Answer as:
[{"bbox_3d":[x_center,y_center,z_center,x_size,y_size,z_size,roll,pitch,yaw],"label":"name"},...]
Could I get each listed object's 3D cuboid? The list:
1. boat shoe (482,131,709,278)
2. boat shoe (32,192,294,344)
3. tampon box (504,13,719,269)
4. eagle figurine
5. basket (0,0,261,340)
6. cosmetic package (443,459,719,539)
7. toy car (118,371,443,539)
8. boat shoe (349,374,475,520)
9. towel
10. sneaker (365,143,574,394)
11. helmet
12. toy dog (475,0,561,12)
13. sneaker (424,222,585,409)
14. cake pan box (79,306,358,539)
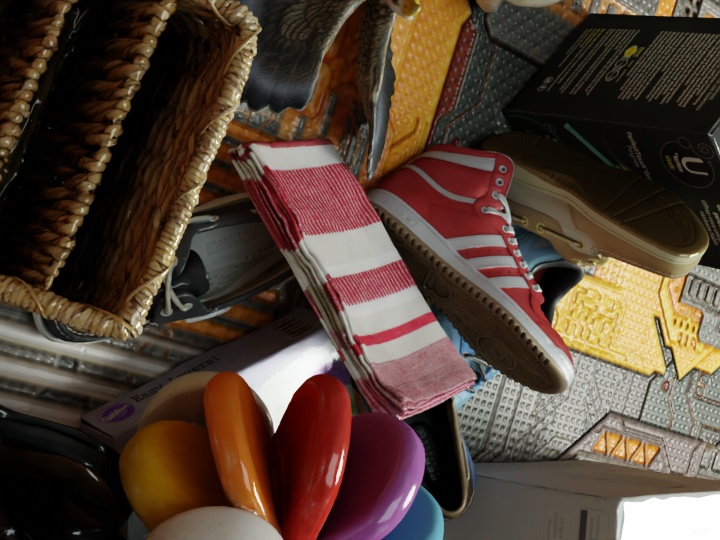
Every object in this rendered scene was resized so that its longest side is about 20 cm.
[{"bbox_3d":[0.171,-0.039,1.064,0.074,0.200,0.067,-21,130,-34],"label":"boat shoe"},{"bbox_3d":[-0.112,0.000,0.917,0.199,0.060,0.074,-18,112,-37],"label":"boat shoe"},{"bbox_3d":[0.246,-0.102,1.109,0.126,0.199,0.150,-49,127,-21],"label":"tampon box"},{"bbox_3d":[0.005,-0.183,0.955,0.151,0.151,0.200,39,107,1],"label":"eagle figurine"},{"bbox_3d":[-0.170,-0.082,0.782,0.142,0.149,0.201,28,80,-33],"label":"basket"},{"bbox_3d":[0.183,0.220,1.119,0.198,0.199,0.124,5,89,-40],"label":"cosmetic package"},{"bbox_3d":[-0.033,0.132,0.825,0.150,0.175,0.200,-41,121,17],"label":"toy car"},{"bbox_3d":[0.033,0.082,1.011,0.072,0.072,0.201,-28,94,-5],"label":"boat shoe"},{"bbox_3d":[0.000,0.000,0.932,0.201,0.023,0.144,60,23,7],"label":"towel"},{"bbox_3d":[0.099,-0.010,1.039,0.200,0.071,0.112,44,59,5],"label":"sneaker"},{"bbox_3d":[-0.224,0.159,0.772,0.190,0.200,0.201,27,81,-21],"label":"helmet"},{"bbox_3d":[0.177,-0.276,1.045,0.200,0.139,0.194,-41,161,-39],"label":"toy dog"},{"bbox_3d":[0.097,0.045,1.083,0.200,0.090,0.078,-52,133,-17],"label":"sneaker"},{"bbox_3d":[-0.085,0.147,0.981,0.199,0.052,0.185,-25,113,-34],"label":"cake pan box"}]
